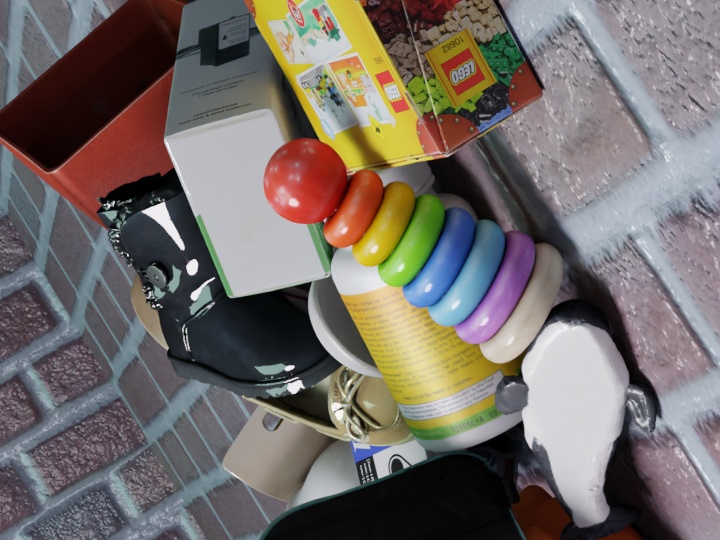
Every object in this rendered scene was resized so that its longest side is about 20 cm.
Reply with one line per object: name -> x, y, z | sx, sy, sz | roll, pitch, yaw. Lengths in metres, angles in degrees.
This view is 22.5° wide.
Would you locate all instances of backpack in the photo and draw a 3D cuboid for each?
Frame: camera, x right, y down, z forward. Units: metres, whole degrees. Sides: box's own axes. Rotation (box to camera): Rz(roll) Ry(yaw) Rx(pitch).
backpack -> 0.019, 0.237, 1.241 | 0.176, 0.199, 0.154 | 64, 151, 27

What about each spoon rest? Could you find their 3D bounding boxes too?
spoon rest -> 0.000, 0.000, 1.371 | 0.099, 0.061, 0.201 | 24, -144, -27

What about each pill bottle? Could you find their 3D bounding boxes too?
pill bottle -> 0.047, 0.016, 1.270 | 0.201, 0.111, 0.111 | 63, 163, -14

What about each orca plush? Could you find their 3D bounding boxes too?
orca plush -> 0.156, 0.089, 1.215 | 0.105, 0.071, 0.201 | -11, 125, 25

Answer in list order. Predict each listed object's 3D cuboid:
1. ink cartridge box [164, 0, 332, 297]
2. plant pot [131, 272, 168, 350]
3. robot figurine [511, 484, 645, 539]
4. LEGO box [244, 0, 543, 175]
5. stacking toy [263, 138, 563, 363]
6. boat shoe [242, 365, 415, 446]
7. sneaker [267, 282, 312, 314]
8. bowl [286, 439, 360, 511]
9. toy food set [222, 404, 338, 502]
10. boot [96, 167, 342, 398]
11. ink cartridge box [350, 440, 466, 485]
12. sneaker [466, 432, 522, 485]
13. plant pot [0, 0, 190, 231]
ink cartridge box -> -0.077, -0.101, 1.324 | 0.200, 0.083, 0.147 | -90, -16, -55
plant pot -> -0.104, 0.015, 1.673 | 0.201, 0.200, 0.093 | 48, 124, 33
robot figurine -> 0.172, 0.240, 1.302 | 0.200, 0.116, 0.144 | 43, 142, 46
LEGO box -> 0.013, -0.146, 1.140 | 0.149, 0.077, 0.200 | 61, 164, -9
stacking toy -> 0.027, -0.021, 1.158 | 0.199, 0.086, 0.085 | 28, 167, -10
boat shoe -> -0.024, 0.095, 1.404 | 0.200, 0.063, 0.074 | 13, 102, 52
sneaker -> -0.066, -0.008, 1.446 | 0.200, 0.080, 0.086 | 43, 122, 1
bowl -> 0.042, 0.187, 1.530 | 0.201, 0.200, 0.091 | 40, 123, 48
toy food set -> -0.047, 0.129, 1.594 | 0.060, 0.144, 0.200 | 34, 178, 20
boot -> -0.112, 0.007, 1.388 | 0.200, 0.076, 0.169 | 5, 126, 48
ink cartridge box -> 0.039, 0.148, 1.414 | 0.094, 0.044, 0.201 | -30, 69, 50
sneaker -> 0.072, 0.106, 1.468 | 0.200, 0.079, 0.096 | 51, 139, 31
plant pot -> -0.181, -0.111, 1.612 | 0.176, 0.200, 0.200 | 53, 169, -30
